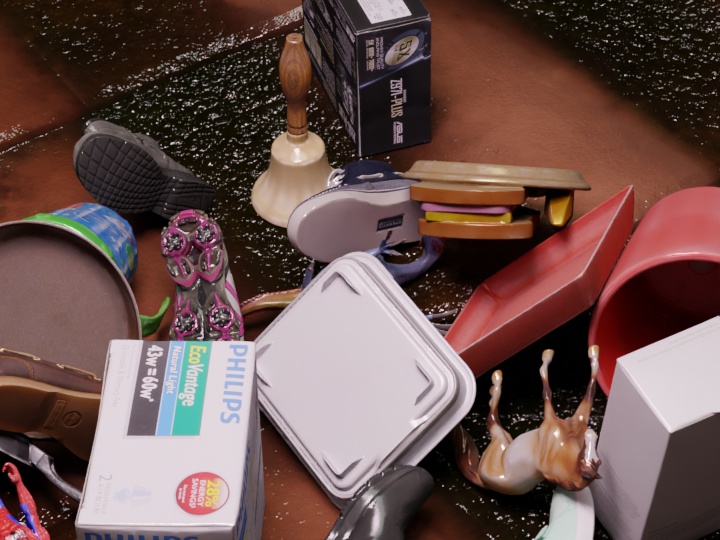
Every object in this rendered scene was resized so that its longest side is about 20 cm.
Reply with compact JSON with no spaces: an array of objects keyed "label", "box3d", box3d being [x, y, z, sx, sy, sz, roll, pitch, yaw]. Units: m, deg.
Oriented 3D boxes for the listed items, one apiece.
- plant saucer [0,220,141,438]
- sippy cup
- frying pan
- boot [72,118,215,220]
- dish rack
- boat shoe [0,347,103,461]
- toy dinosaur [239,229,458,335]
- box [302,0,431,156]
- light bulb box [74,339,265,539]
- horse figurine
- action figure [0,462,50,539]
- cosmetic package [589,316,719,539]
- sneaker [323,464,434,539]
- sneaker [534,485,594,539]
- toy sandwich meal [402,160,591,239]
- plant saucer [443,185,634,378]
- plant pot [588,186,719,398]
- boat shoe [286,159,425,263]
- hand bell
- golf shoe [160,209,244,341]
[{"label":"plant saucer","box3d":[-0.291,0.052,1.630,0.198,0.202,0.032,6,12,8]},{"label":"sippy cup","box3d":[-0.273,-0.002,1.706,0.139,0.179,0.130,-25,11,19]},{"label":"frying pan","box3d":[-0.303,0.151,1.555,0.189,0.115,0.031,21,78,36]},{"label":"boot","box3d":[-0.246,-0.112,1.815,0.130,0.200,0.068,39,99,34]},{"label":"dish rack","box3d":[-0.011,0.093,1.587,0.172,0.044,0.200,-45,61,7]},{"label":"boat shoe","box3d":[-0.258,0.112,1.572,0.199,0.070,0.070,27,21,-39]},{"label":"toy dinosaur","box3d":[0.000,0.000,1.739,0.199,0.106,0.181,9,22,29]},{"label":"box","box3d":[0.005,-0.252,1.945,0.085,0.165,0.201,-14,44,-13]},{"label":"light bulb box","box3d":[-0.146,0.193,1.449,0.124,0.201,0.199,1,43,2]},{"label":"horse figurine","box3d":[0.144,0.143,1.551,0.050,0.199,0.134,21,60,-34]},{"label":"action figure","box3d":[-0.327,0.189,1.537,0.065,0.099,0.200,-33,54,-28]},{"label":"cosmetic package","box3d":[0.261,0.145,1.487,0.107,0.201,0.085,-19,51,-20]},{"label":"sneaker","box3d":[0.003,0.245,1.495,0.091,0.076,0.200,35,60,20]},{"label":"sneaker","box3d":[0.126,0.243,1.478,0.117,0.074,0.201,11,46,6]},{"label":"toy sandwich meal","box3d":[0.130,-0.066,1.742,0.203,0.071,0.205,4,3,0]},{"label":"plant saucer","box3d":[0.162,0.021,1.643,0.037,0.199,0.200,51,32,-7]},{"label":"plant pot","box3d":[0.310,0.027,1.636,0.199,0.202,0.178,7,32,9]},{"label":"boat shoe","box3d":[-0.015,-0.063,1.790,0.199,0.075,0.093,-6,30,-44]},{"label":"hand bell","box3d":[-0.063,-0.150,1.811,0.103,0.201,0.105,0,43,0]},{"label":"golf shoe","box3d":[-0.142,0.048,1.693,0.072,0.092,0.202,-7,66,6]}]
